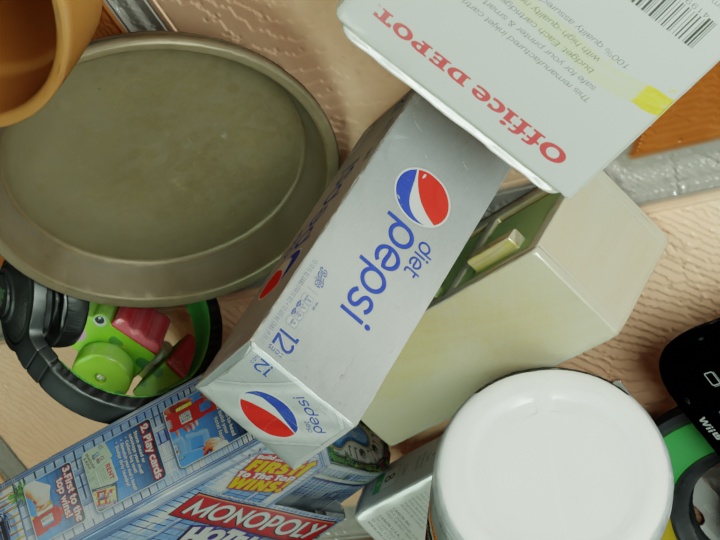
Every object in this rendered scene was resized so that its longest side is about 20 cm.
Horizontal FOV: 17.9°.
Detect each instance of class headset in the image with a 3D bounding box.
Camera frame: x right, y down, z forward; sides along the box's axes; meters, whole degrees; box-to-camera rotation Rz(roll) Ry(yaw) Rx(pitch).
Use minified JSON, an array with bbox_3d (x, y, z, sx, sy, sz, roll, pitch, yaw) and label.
[{"bbox_3d":[-0.158,-0.007,1.319,0.200,0.123,0.094,51,142,10],"label":"headset"}]

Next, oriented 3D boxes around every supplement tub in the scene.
[{"bbox_3d":[0.095,0.141,1.216,0.122,0.123,0.200,24,157,11],"label":"supplement tub"}]

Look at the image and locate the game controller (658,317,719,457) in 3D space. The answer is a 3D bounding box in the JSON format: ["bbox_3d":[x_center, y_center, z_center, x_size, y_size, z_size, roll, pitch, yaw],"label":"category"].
[{"bbox_3d":[0.238,0.098,1.154,0.104,0.042,0.200,-29,108,37],"label":"game controller"}]

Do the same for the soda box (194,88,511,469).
[{"bbox_3d":[0.000,0.000,1.141,0.068,0.200,0.063,39,141,-10],"label":"soda box"}]

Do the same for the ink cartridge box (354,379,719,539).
[{"bbox_3d":[0.122,0.148,1.353,0.200,0.050,0.161,-32,111,29],"label":"ink cartridge box"}]

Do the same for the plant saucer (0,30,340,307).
[{"bbox_3d":[-0.111,-0.056,1.231,0.200,0.030,0.200,-5,137,-4],"label":"plant saucer"}]

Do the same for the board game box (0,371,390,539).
[{"bbox_3d":[-0.073,0.120,1.325,0.200,0.062,0.200,-36,147,25],"label":"board game box"}]

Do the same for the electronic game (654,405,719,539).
[{"bbox_3d":[0.238,0.140,1.241,0.200,0.042,0.200,16,137,15],"label":"electronic game"}]

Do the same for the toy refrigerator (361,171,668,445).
[{"bbox_3d":[0.064,0.019,1.217,0.070,0.076,0.200,44,141,-13],"label":"toy refrigerator"}]

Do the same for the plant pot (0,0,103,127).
[{"bbox_3d":[-0.196,-0.189,1.128,0.200,0.140,0.200,19,139,17],"label":"plant pot"}]

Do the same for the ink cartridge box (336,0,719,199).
[{"bbox_3d":[0.100,-0.144,1.012,0.145,0.083,0.200,38,142,-5],"label":"ink cartridge box"}]

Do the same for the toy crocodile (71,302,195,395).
[{"bbox_3d":[-0.117,0.063,1.401,0.200,0.068,0.062,40,123,-11],"label":"toy crocodile"}]
